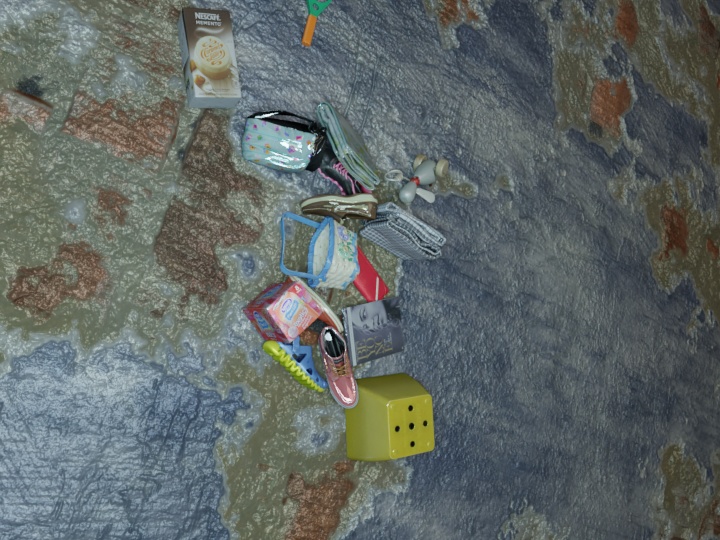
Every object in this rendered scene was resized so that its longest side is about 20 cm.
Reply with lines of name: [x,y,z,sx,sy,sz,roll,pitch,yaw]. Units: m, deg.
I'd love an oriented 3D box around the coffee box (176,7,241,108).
coffee box: [-0.354,-0.492,1.271,0.112,0.079,0.206,-9,91,-29]

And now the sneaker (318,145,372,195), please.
sneaker: [-0.038,-0.248,1.419,0.079,0.095,0.201,-47,106,-21]

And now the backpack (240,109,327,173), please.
backpack: [-0.186,-0.304,1.305,0.195,0.167,0.130,11,89,-12]

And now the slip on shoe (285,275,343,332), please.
slip on shoe: [-0.119,0.091,1.369,0.061,0.074,0.200,-45,109,0]

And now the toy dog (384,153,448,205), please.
toy dog: [0.167,-0.243,1.534,0.198,0.132,0.098,-32,139,-22]

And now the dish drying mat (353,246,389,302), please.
dish drying mat: [0.000,0.000,1.463,0.077,0.018,0.202,-42,106,-23]

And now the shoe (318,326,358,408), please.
shoe: [-0.055,0.238,1.339,0.070,0.091,0.204,-18,75,-11]

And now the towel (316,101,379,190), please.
towel: [-0.030,-0.313,1.372,0.171,0.048,0.203,37,27,-51]

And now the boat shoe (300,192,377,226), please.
boat shoe: [-0.054,-0.148,1.371,0.197,0.075,0.077,-4,80,8]

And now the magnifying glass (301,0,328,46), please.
magnifying glass: [-0.123,-0.693,1.449,0.078,0.022,0.205,18,76,-27]

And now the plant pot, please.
plant pot: [0.084,0.383,1.391,0.195,0.175,0.206,-1,87,-28]

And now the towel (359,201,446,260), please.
towel: [0.106,-0.095,1.447,0.197,0.165,0.087,29,79,-23]

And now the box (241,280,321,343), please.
box: [-0.185,0.094,1.251,0.102,0.199,0.096,-40,104,-24]

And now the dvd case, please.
dvd case: [0.037,0.159,1.448,0.197,0.016,0.153,-9,94,-40]

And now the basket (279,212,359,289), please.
basket: [-0.104,-0.050,1.330,0.195,0.140,0.180,11,52,-22]

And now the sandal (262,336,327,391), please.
sandal: [-0.144,0.218,1.333,0.201,0.079,0.088,50,62,-23]
